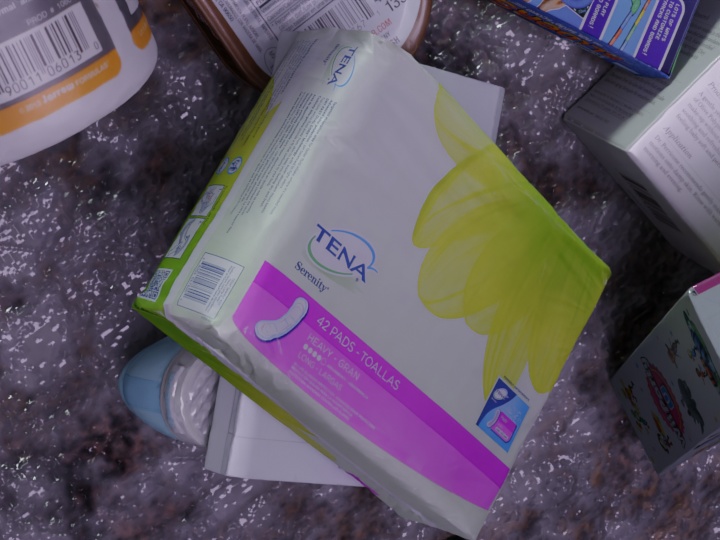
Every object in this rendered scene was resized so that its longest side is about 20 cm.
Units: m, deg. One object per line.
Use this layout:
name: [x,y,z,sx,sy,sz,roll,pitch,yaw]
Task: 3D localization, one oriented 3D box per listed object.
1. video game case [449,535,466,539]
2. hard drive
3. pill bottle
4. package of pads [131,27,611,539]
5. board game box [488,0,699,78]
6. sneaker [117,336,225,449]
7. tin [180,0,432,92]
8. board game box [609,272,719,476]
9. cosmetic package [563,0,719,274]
video game case: [0.033,0.262,1.037,0.143,0.019,0.201,-28,112,-8]
hard drive: [0.000,0.000,0.874,0.132,0.026,0.201,10,91,-42]
pill bottle: [-0.175,-0.152,0.785,0.116,0.116,0.201,-27,112,-8]
package of pads: [0.015,0.005,0.824,0.200,0.068,0.155,41,71,-38]
board game box: [0.126,-0.211,0.889,0.135,0.034,0.201,23,89,-23]
sneaker: [-0.031,0.047,0.926,0.199,0.082,0.074,3,95,-42]
tin: [-0.043,-0.166,0.867,0.112,0.042,0.200,-39,114,-7]
board game box: [0.215,0.029,0.924,0.147,0.200,0.064,-25,76,-9]
cosmetic package: [0.218,-0.104,0.944,0.200,0.085,0.108,-44,114,-1]
